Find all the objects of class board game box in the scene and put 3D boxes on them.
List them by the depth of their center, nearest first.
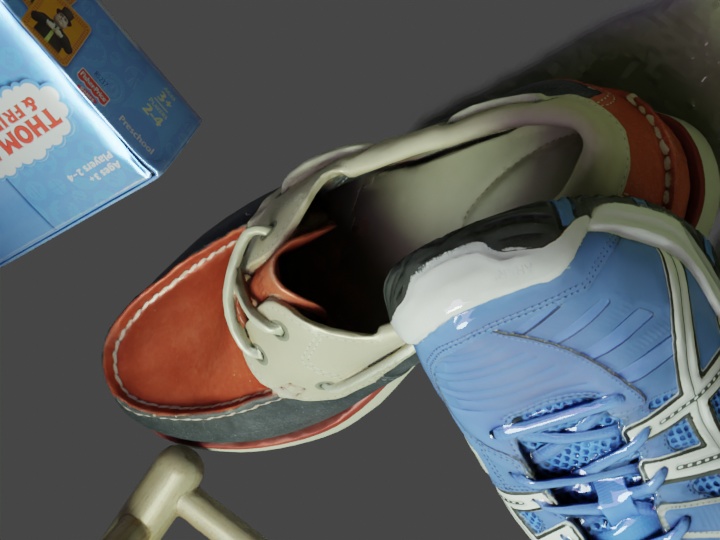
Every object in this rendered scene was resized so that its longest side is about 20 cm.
[{"bbox_3d":[-0.164,-0.081,0.756,0.151,0.037,0.200,-27,110,38],"label":"board game box"}]

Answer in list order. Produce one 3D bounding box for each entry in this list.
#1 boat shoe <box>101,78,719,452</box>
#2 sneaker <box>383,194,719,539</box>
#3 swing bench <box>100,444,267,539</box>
[{"bbox_3d":[0.000,0.000,0.706,0.200,0.063,0.071,-21,75,32],"label":"boat shoe"},{"bbox_3d":[0.073,0.046,0.660,0.076,0.077,0.200,-24,144,21],"label":"sneaker"},{"bbox_3d":[-0.044,0.199,0.755,0.199,0.130,0.200,37,126,5],"label":"swing bench"}]
